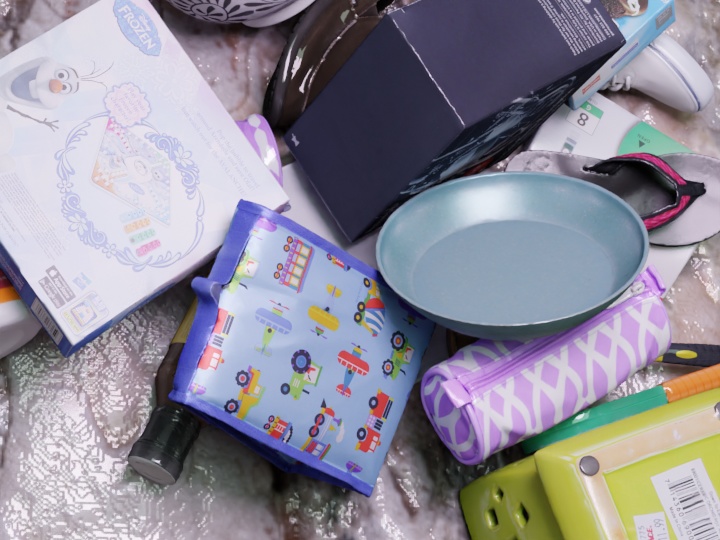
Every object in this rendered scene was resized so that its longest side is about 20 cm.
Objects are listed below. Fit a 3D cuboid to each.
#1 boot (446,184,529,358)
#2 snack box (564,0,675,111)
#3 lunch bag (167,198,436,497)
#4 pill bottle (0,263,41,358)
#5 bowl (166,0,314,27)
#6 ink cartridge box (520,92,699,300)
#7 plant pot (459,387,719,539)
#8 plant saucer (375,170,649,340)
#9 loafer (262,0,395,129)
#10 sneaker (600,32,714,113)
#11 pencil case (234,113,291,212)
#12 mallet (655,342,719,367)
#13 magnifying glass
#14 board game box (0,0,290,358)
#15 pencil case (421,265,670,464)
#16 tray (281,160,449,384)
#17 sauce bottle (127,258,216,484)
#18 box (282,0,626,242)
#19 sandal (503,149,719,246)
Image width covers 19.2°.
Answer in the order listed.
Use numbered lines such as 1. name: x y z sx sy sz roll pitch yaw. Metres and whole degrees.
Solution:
1. boot: 0.114 0.029 1.638 0.073 0.075 0.202 5 78 -42
2. snack box: 0.145 -0.232 1.723 0.116 0.037 0.200 -42 63 -9
3. lunch bag: -0.051 0.053 1.522 0.200 0.094 0.152 35 72 -47
4. pill bottle: -0.315 -0.029 1.539 0.109 0.110 0.201 -23 78 -22
5. bowl: -0.080 -0.255 1.675 0.201 0.200 0.095 -51 128 -25
6. ink cartridge box: 0.189 -0.035 1.720 0.160 0.050 0.201 31 63 -3
7. plant pot: 0.212 0.203 1.567 0.197 0.182 0.201 -16 75 -20
8. plant saucer: 0.110 -0.005 1.548 0.198 0.036 0.201 -3 34 2
9. loafer: -0.013 -0.188 1.701 0.071 0.073 0.201 30 65 -2
10. sneaker: 0.197 -0.179 1.768 0.199 0.073 0.071 33 74 7
11. pencil case: -0.152 -0.065 1.603 0.198 0.084 0.086 -13 40 -14
12. mallet: 0.231 0.055 1.689 0.198 0.041 0.067 -3 90 -13
13. magnifying glass: 0.215 0.104 1.648 0.198 0.080 0.023 -19 83 -19
14. board game box: -0.186 -0.075 1.517 0.198 0.043 0.201 -34 86 -24
15. pencil case: 0.140 0.066 1.568 0.199 0.086 0.084 -30 76 -22
16. tray: 0.000 0.000 1.666 0.107 0.022 0.201 -26 80 -22
17. sauce bottle: -0.113 0.065 1.589 0.064 0.065 0.201 29 67 -4
18. box: 0.069 -0.136 1.622 0.181 0.200 0.105 -28 81 -34
19. sandal: 0.212 -0.061 1.689 0.198 0.045 0.076 3 83 -7
